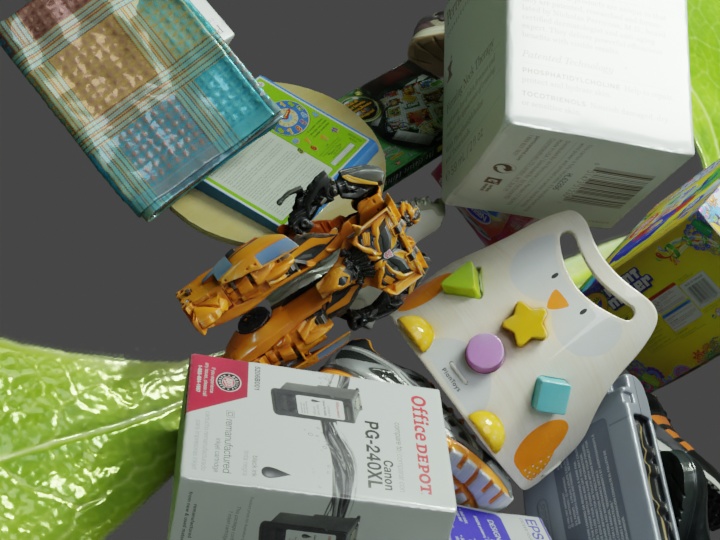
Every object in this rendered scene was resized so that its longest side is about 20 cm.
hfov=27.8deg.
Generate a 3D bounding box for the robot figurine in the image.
[{"bbox_3d":[-0.035,0.008,1.145,0.200,0.058,0.145,-32,123,-2],"label":"robot figurine"}]

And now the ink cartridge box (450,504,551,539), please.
[{"bbox_3d":[0.078,0.248,1.110,0.199,0.043,0.198,13,25,-21],"label":"ink cartridge box"}]

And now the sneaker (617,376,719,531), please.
[{"bbox_3d":[0.272,0.154,1.325,0.200,0.070,0.090,36,44,-14],"label":"sneaker"}]

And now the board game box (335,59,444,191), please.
[{"bbox_3d":[0.018,-0.126,1.323,0.105,0.024,0.200,38,49,22],"label":"board game box"}]

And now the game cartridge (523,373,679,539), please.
[{"bbox_3d":[0.197,0.201,1.212,0.040,0.133,0.201,23,49,-40],"label":"game cartridge"}]

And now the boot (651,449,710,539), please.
[{"bbox_3d":[0.309,0.244,1.242,0.162,0.073,0.199,2,109,-20],"label":"boot"}]

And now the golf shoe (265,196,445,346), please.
[{"bbox_3d":[0.000,0.000,1.254,0.200,0.078,0.098,-24,97,-31],"label":"golf shoe"}]

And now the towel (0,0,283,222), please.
[{"bbox_3d":[-0.179,-0.157,1.168,0.147,0.022,0.200,-39,89,-10],"label":"towel"}]

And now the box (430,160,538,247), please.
[{"bbox_3d":[0.178,-0.114,1.389,0.200,0.095,0.100,-34,84,-38],"label":"box"}]

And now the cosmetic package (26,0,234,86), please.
[{"bbox_3d":[-0.215,-0.238,1.237,0.200,0.071,0.101,49,52,0],"label":"cosmetic package"}]

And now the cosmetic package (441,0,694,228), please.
[{"bbox_3d":[0.171,-0.165,1.241,0.166,0.167,0.201,8,67,-13],"label":"cosmetic package"}]

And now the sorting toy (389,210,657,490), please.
[{"bbox_3d":[0.142,0.047,1.209,0.180,0.107,0.200,-38,74,2],"label":"sorting toy"}]

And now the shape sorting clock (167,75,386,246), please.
[{"bbox_3d":[-0.078,-0.090,1.228,0.199,0.039,0.200,6,50,-8],"label":"shape sorting clock"}]

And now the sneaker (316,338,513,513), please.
[{"bbox_3d":[0.050,0.129,1.204,0.200,0.078,0.077,39,41,-11],"label":"sneaker"}]

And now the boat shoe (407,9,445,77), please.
[{"bbox_3d":[0.144,-0.234,1.401,0.199,0.072,0.065,-7,51,14],"label":"boat shoe"}]

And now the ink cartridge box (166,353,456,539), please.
[{"bbox_3d":[-0.036,0.147,1.073,0.199,0.084,0.145,8,33,-8],"label":"ink cartridge box"}]

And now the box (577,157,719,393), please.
[{"bbox_3d":[0.335,-0.016,1.367,0.122,0.200,0.193,48,51,0],"label":"box"}]
